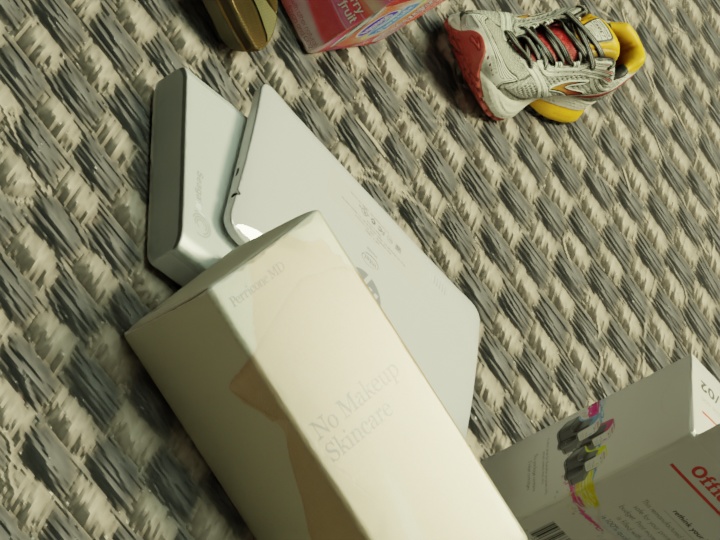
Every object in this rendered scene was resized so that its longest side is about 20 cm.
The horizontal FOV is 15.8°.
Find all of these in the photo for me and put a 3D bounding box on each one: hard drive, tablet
[{"bbox_3d":[-0.038,-0.007,1.407,0.200,0.026,0.132,39,35,-37],"label":"hard drive"},{"bbox_3d":[0.000,0.000,1.421,0.200,0.014,0.130,46,31,-26],"label":"tablet"}]

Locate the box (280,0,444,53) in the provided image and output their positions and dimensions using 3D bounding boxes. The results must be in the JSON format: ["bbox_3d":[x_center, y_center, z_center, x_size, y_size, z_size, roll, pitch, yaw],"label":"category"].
[{"bbox_3d":[-0.017,-0.244,1.579,0.095,0.103,0.200,-18,81,-62],"label":"box"}]

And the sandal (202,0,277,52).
[{"bbox_3d":[-0.106,-0.212,1.463,0.080,0.054,0.200,-51,124,-55],"label":"sandal"}]

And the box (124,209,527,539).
[{"bbox_3d":[-0.017,0.082,1.279,0.095,0.078,0.200,-40,99,-41],"label":"box"}]

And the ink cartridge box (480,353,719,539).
[{"bbox_3d":[0.169,0.125,1.438,0.115,0.200,0.068,44,32,-29],"label":"ink cartridge box"}]

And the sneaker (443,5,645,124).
[{"bbox_3d":[0.124,-0.151,1.748,0.200,0.082,0.078,-5,69,-59],"label":"sneaker"}]
